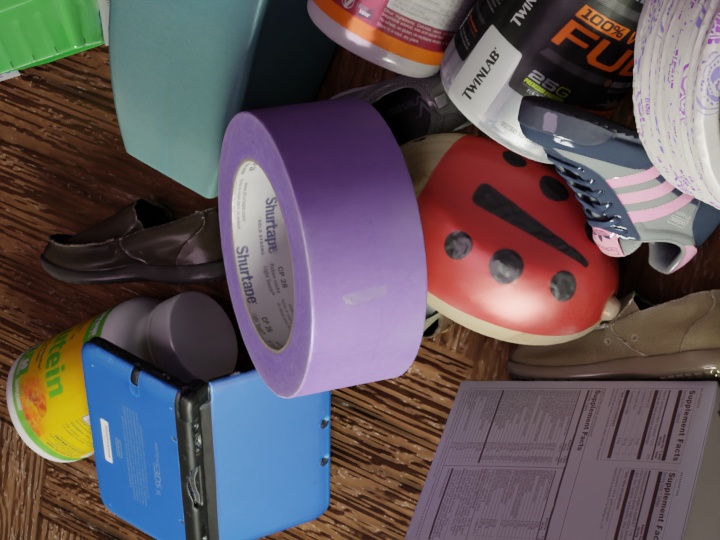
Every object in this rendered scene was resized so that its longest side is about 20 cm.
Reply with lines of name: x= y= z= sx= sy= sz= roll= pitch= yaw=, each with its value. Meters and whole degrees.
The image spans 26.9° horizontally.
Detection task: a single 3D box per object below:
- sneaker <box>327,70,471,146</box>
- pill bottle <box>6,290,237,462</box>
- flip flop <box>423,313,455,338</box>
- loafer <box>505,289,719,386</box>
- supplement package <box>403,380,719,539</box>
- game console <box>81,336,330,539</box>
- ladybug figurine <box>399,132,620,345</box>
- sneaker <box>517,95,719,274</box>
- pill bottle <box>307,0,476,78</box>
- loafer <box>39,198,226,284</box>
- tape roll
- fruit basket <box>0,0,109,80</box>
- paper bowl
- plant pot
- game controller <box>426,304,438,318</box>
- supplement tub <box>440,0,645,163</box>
sneaker: x=0.001 y=-0.107 z=1.142 sx=0.199 sy=0.082 sz=0.075 roll=-29 pitch=90 yaw=34
pill bottle: x=-0.205 y=0.088 z=1.309 sx=0.199 sy=0.111 sz=0.112 roll=-24 pitch=92 yaw=34
flip flop: x=0.059 y=0.014 z=1.160 sx=0.200 sy=0.057 sz=0.081 roll=-47 pitch=38 yaw=20
loafer: x=0.195 y=0.054 z=1.088 sx=0.199 sy=0.076 sz=0.068 roll=-6 pitch=68 yaw=39
supplement package: x=0.163 y=0.182 z=1.064 sx=0.198 sy=0.151 sz=0.152 roll=-3 pitch=136 yaw=31
game console: x=-0.125 y=0.134 z=1.248 sx=0.170 sy=0.118 sz=0.201 roll=25 pitch=135 yaw=25
ladybug figurine: x=0.098 y=-0.028 z=1.054 sx=0.199 sy=0.136 sz=0.072 roll=29 pitch=159 yaw=6
sneaker: x=0.168 y=-0.052 z=0.990 sx=0.070 sy=0.199 sz=0.083 roll=38 pitch=104 yaw=52
pill bottle: x=0.050 y=-0.246 z=1.048 sx=0.109 sy=0.109 sz=0.201 roll=34 pitch=112 yaw=17
loafer: x=-0.189 y=-0.027 z=1.296 sx=0.198 sy=0.073 sz=0.072 roll=0 pitch=96 yaw=26
tape roll: x=-0.031 y=-0.016 z=1.052 sx=0.200 sy=0.084 sz=0.202 roll=171 pitch=90 yaw=-71
fruit basket: x=-0.272 y=-0.273 z=1.253 sx=0.184 sy=0.093 sz=0.202 roll=-10 pitch=93 yaw=38
paper bowl: x=0.248 y=-0.136 z=0.923 sx=0.104 sy=0.199 sz=0.202 roll=34 pitch=123 yaw=49
plant pot: x=-0.108 y=-0.171 z=1.158 sx=0.141 sy=0.141 sz=0.201 roll=29 pitch=124 yaw=20
game controller: x=0.000 y=0.000 z=1.168 sx=0.199 sy=0.042 sz=0.105 roll=-17 pitch=69 yaw=44
supplement tub: x=0.150 y=-0.182 z=1.006 sx=0.122 sy=0.122 sz=0.201 roll=42 pitch=122 yaw=13
